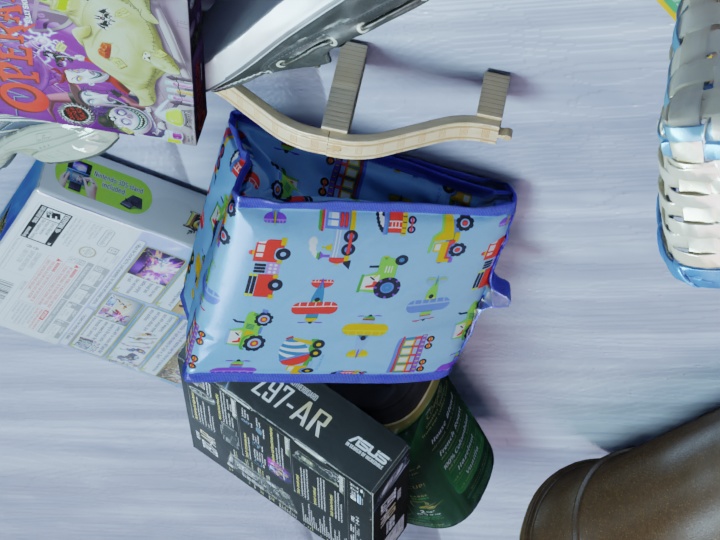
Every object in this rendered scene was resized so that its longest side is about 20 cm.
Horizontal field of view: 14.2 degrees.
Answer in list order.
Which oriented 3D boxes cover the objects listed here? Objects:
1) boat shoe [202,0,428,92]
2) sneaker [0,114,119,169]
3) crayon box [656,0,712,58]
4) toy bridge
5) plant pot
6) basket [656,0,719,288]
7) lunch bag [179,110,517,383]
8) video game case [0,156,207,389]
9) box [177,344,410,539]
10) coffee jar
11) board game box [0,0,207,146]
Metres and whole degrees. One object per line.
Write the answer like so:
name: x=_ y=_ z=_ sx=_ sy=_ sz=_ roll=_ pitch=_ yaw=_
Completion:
boat shoe: x=-0.029 y=-0.140 z=1.604 sx=0.057 sy=0.069 sz=0.200 roll=39 pitch=137 yaw=-23
sneaker: x=-0.234 y=-0.107 z=1.769 sx=0.200 sy=0.078 sz=0.086 roll=-15 pitch=130 yaw=28
crayon box: x=0.228 y=-0.153 z=1.509 sx=0.126 sy=0.052 sz=0.200 roll=-11 pitch=144 yaw=36
toy bridge: x=-0.010 y=-0.099 z=1.683 sx=0.200 sy=0.067 sz=0.027 roll=12 pitch=151 yaw=2
plant pot: x=0.246 y=0.183 z=1.971 sx=0.200 sy=0.200 sz=0.198 roll=27 pitch=140 yaw=-24
basket: x=0.221 y=-0.044 z=1.471 sx=0.139 sy=0.176 sz=0.200 roll=-1 pitch=138 yaw=16
lunch bag: x=0.000 y=0.000 z=1.806 sx=0.200 sy=0.094 sz=0.151 roll=9 pitch=128 yaw=-12
video game case: x=-0.156 y=0.001 z=1.938 sx=0.181 sy=0.045 sz=0.200 roll=21 pitch=150 yaw=-14
box: x=-0.043 y=0.118 z=1.942 sx=0.160 sy=0.044 sz=0.200 roll=34 pitch=163 yaw=13
coffee jar: x=0.019 y=0.095 z=1.990 sx=0.104 sy=0.085 sz=0.200 roll=14 pitch=154 yaw=25
board game box: x=-0.146 y=-0.141 z=1.556 sx=0.120 sy=0.032 sz=0.200 roll=13 pitch=149 yaw=8
